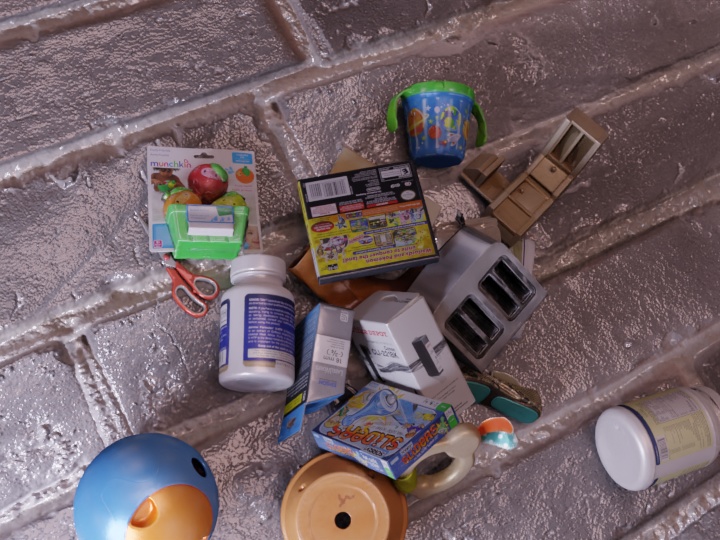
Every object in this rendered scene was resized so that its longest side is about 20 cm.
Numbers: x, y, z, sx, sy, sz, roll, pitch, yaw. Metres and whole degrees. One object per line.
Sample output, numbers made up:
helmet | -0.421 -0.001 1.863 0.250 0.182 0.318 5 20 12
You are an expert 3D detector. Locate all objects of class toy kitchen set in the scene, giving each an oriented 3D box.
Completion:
toy kitchen set | 0.294 -0.192 1.722 0.163 0.181 0.200 42 53 8

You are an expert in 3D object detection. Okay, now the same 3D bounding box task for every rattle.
rattle | 0.129 0.244 1.463 0.200 0.143 0.130 -43 115 15

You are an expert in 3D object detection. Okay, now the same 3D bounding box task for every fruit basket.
fruit basket | -0.255 -0.120 1.586 0.184 0.094 0.202 2 68 -17

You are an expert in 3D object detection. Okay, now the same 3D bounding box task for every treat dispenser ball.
treat dispenser ball | -0.299 0.330 1.354 0.199 0.201 0.202 6 70 -15

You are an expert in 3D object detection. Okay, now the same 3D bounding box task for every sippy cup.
sippy cup | 0.140 -0.258 1.743 0.176 0.140 0.131 -1 81 8

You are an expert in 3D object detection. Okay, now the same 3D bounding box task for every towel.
towel | 0.177 0.010 1.656 0.132 0.034 0.202 -7 107 -22

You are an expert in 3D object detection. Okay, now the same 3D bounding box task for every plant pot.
plant pot | -0.026 0.367 1.431 0.198 0.140 0.202 0 80 1

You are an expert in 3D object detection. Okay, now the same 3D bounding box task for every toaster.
toaster | 0.185 0.041 1.582 0.181 0.119 0.200 -48 118 -6

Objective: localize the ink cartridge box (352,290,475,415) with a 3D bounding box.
ink cartridge box | 0.075 0.139 1.533 0.084 0.144 0.201 -34 107 -25

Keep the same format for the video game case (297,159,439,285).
video game case | 0.011 -0.080 1.563 0.198 0.026 0.182 -11 68 -7

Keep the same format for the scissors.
scissors | -0.313 -0.008 1.570 0.200 0.014 0.073 43 65 -1

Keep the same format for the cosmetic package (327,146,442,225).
cosmetic package | 0.029 -0.117 1.667 0.199 0.105 0.071 31 66 -3

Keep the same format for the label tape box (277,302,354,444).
label tape box | -0.070 0.169 1.514 0.063 0.144 0.201 13 69 -15

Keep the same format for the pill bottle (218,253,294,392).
pill bottle | -0.162 0.083 1.527 0.119 0.120 0.202 5 70 -16

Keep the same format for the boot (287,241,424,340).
boot | 0.000 0.000 1.617 0.188 0.068 0.200 -44 105 -13

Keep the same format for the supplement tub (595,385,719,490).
supplement tub | 0.522 0.282 1.658 0.199 0.145 0.146 -13 76 -21

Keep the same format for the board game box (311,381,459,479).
board game box | 0.034 0.233 1.439 0.135 0.199 0.035 -37 114 -28

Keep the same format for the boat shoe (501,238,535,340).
boat shoe | 0.269 0.030 1.718 0.062 0.072 0.201 11 58 1

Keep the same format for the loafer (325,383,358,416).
loafer | 0.014 0.259 1.552 0.072 0.063 0.201 -30 83 -22

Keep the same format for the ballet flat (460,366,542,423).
ballet flat | 0.220 0.199 1.645 0.199 0.068 0.076 20 45 -16
